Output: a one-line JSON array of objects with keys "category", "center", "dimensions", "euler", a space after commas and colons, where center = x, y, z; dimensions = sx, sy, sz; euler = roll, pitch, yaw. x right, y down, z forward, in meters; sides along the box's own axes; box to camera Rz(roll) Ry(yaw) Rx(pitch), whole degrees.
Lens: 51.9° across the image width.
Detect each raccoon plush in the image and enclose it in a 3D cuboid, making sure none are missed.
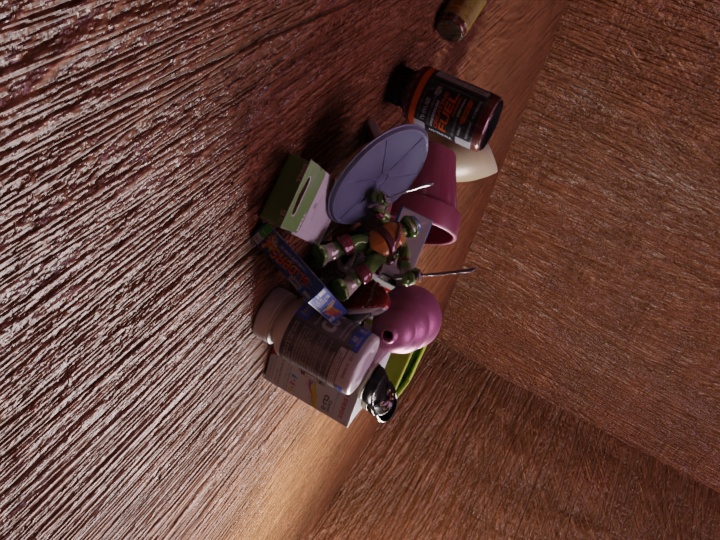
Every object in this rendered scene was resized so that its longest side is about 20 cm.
[{"category": "raccoon plush", "center": [0.000, 0.000, 1.389], "dimensions": [0.200, 0.133, 0.098], "euler": [34, 59, -54]}]

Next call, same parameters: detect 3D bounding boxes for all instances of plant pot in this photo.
[{"category": "plant pot", "center": [0.211, -0.284, 1.711], "dimensions": [0.134, 0.202, 0.200], "euler": [-28, 168, 6]}, {"category": "plant pot", "center": [0.042, 0.165, 1.661], "dimensions": [0.201, 0.180, 0.199], "euler": [-68, 166, 19]}, {"category": "plant pot", "center": [0.122, -0.168, 1.557], "dimensions": [0.200, 0.198, 0.181], "euler": [61, 40, -74]}]

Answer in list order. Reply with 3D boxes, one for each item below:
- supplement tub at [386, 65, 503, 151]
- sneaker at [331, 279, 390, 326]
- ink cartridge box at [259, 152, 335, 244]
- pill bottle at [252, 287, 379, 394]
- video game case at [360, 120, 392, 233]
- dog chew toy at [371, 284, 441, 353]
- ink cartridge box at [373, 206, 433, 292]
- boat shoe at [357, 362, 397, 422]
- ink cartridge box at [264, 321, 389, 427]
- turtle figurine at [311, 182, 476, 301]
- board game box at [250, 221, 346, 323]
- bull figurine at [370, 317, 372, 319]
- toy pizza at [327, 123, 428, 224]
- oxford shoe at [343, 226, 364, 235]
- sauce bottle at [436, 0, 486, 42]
[{"category": "supplement tub", "center": [0.148, -0.299, 1.333], "dimensions": [0.107, 0.199, 0.107], "euler": [-57, 165, -25]}, {"category": "sneaker", "center": [-0.012, 0.073, 1.329], "dimensions": [0.199, 0.082, 0.078], "euler": [-16, -149, 50]}, {"category": "ink cartridge box", "center": [-0.090, -0.106, 1.093], "dimensions": [0.105, 0.059, 0.200], "euler": [-64, 167, 1]}, {"category": "pill bottle", "center": [-0.077, 0.116, 1.266], "dimensions": [0.114, 0.199, 0.114], "euler": [-57, 167, -21]}, {"category": "video game case", "center": [0.025, -0.148, 1.342], "dimensions": [0.017, 0.144, 0.201], "euler": [-8, 141, -16]}, {"category": "dog chew toy", "center": [0.078, 0.097, 1.363], "dimensions": [0.125, 0.124, 0.200], "euler": [-67, 167, 16]}, {"category": "ink cartridge box", "center": [0.069, -0.030, 1.448], "dimensions": [0.200, 0.067, 0.117], "euler": [122, -9, -72]}, {"category": "boat shoe", "center": [0.037, 0.227, 1.369], "dimensions": [0.074, 0.063, 0.202], "euler": [-53, 161, -19]}, {"category": "ink cartridge box", "center": [-0.059, 0.174, 1.450], "dimensions": [0.145, 0.199, 0.146], "euler": [-44, 158, -54]}, {"category": "turtle figurine", "center": [0.036, -0.044, 1.149], "dimensions": [0.193, 0.200, 0.145], "euler": [-30, 121, -21]}, {"category": "board game box", "center": [-0.091, 0.009, 1.143], "dimensions": [0.034, 0.135, 0.200], "euler": [-42, 165, -3]}, {"category": "bull figurine", "center": [-0.017, 0.109, 1.535], "dimensions": [0.065, 0.120, 0.202], "euler": [-42, 125, -60]}, {"category": "toy pizza", "center": [0.024, -0.153, 1.156], "dimensions": [0.199, 0.032, 0.201], "euler": [-34, 157, -17]}, {"category": "oxford shoe", "center": [-0.002, -0.042, 1.547], "dimensions": [0.072, 0.071, 0.200], "euler": [-63, 169, 16]}, {"category": "sauce bottle", "center": [0.216, -0.535, 1.443], "dimensions": [0.201, 0.066, 0.066], "euler": [-60, 167, -22]}]
